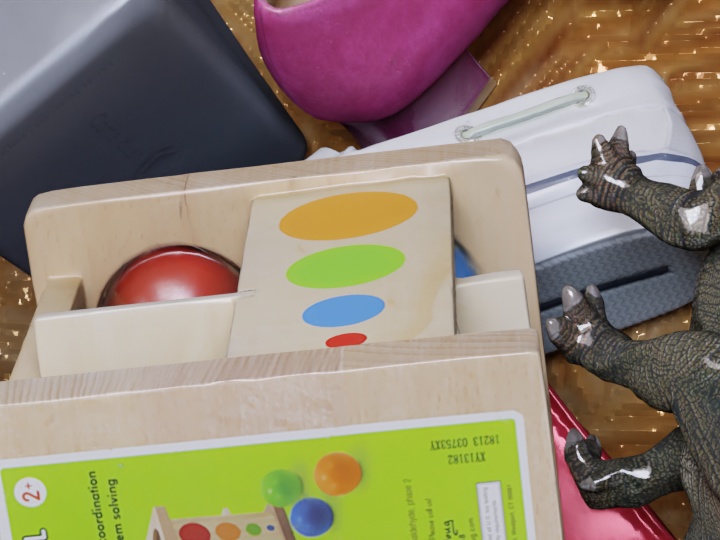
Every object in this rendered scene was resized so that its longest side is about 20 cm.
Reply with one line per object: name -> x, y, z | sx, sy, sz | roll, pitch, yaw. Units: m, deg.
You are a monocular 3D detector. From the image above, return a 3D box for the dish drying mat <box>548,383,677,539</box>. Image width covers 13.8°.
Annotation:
dish drying mat -> -0.015, 0.107, 0.789 | 0.200, 0.018, 0.077 | -39, 82, 1

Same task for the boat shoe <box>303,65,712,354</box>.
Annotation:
boat shoe -> 0.000, 0.000, 0.815 | 0.200, 0.074, 0.067 | -14, 56, 3

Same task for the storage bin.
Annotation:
storage bin -> -0.107, -0.067, 0.813 | 0.146, 0.200, 0.134 | -39, 70, 2

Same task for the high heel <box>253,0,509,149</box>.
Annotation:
high heel -> 0.038, -0.126, 0.829 | 0.067, 0.096, 0.200 | 33, 83, 29

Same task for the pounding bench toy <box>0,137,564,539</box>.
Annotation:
pounding bench toy -> -0.011, 0.087, 0.712 | 0.124, 0.156, 0.200 | -6, 110, 4

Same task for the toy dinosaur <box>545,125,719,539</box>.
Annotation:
toy dinosaur -> 0.100, 0.021, 0.713 | 0.102, 0.077, 0.200 | 16, 77, 40
